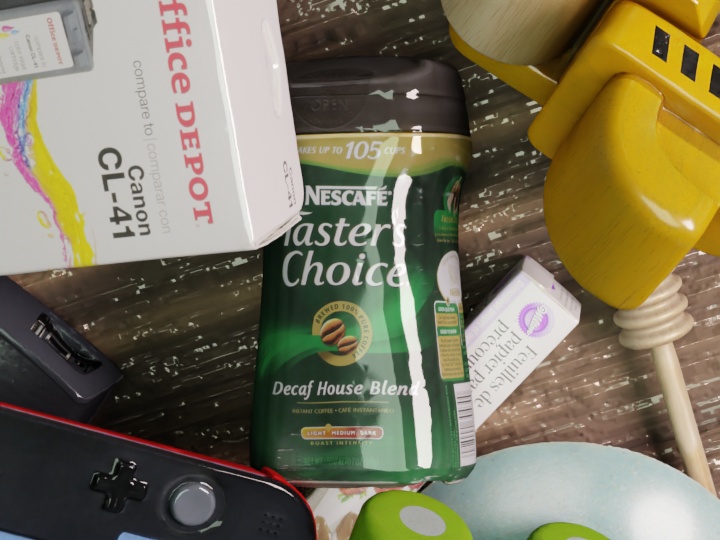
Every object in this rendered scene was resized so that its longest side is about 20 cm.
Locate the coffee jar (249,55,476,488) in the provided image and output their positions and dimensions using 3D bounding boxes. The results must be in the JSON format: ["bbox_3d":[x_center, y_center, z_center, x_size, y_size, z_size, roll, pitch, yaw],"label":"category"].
[{"bbox_3d":[0.000,0.000,1.260,0.104,0.085,0.200,-2,89,19],"label":"coffee jar"}]

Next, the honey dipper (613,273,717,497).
[{"bbox_3d":[0.157,0.081,1.314,0.038,0.038,0.200,-14,105,9],"label":"honey dipper"}]

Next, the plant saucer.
[{"bbox_3d":[0.100,0.178,1.315,0.201,0.039,0.201,3,118,5],"label":"plant saucer"}]

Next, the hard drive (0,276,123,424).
[{"bbox_3d":[-0.234,0.045,1.338,0.200,0.042,0.135,35,104,-3],"label":"hard drive"}]

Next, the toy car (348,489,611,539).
[{"bbox_3d":[0.050,0.227,1.202,0.158,0.200,0.164,12,118,-15],"label":"toy car"}]

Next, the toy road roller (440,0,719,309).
[{"bbox_3d":[0.116,-0.078,1.202,0.200,0.146,0.123,34,148,0],"label":"toy road roller"}]

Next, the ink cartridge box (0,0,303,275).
[{"bbox_3d":[-0.139,-0.077,1.201,0.200,0.086,0.148,-5,102,17],"label":"ink cartridge box"}]

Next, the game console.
[{"bbox_3d":[-0.127,0.166,1.219,0.177,0.031,0.200,15,105,-22],"label":"game console"}]

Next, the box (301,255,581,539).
[{"bbox_3d":[0.027,0.079,1.321,0.039,0.041,0.200,42,105,-4],"label":"box"}]
